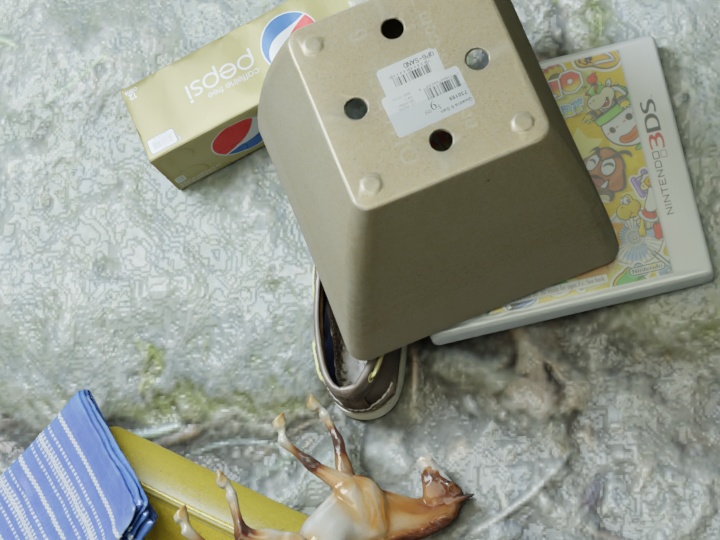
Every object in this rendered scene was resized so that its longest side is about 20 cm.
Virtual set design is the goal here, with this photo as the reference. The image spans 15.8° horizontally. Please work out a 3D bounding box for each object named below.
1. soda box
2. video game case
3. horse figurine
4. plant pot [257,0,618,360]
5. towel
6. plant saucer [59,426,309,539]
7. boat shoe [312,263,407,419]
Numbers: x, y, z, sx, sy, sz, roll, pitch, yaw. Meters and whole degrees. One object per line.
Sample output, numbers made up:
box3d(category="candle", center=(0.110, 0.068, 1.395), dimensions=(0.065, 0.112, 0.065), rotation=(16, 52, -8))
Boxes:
box3d(category="soda box", center=(-0.066, -0.139, 1.873), dimensions=(0.199, 0.068, 0.064), rotation=(-27, 68, 7))
box3d(category="video game case", center=(0.128, -0.057, 1.805), dimensions=(0.199, 0.023, 0.183), rotation=(-13, 70, 4))
box3d(category="horse figurine", center=(-0.037, 0.170, 1.749), dimensions=(0.133, 0.050, 0.200), rotation=(46, 59, 8))
box3d(category="plant pot", center=(0.044, -0.090, 1.718), dimensions=(0.199, 0.177, 0.201), rotation=(-22, 69, -2))
box3d(category="towel", center=(-0.233, 0.191, 1.804), dimensions=(0.200, 0.024, 0.145), rotation=(-46, 44, 10))
box3d(category="plant saucer", center=(-0.145, 0.228, 1.795), dimensions=(0.199, 0.048, 0.201), rotation=(23, 81, 20))
box3d(category="boat shoe", center=(0.000, 0.000, 1.816), dimensions=(0.071, 0.060, 0.201), rotation=(-2, 73, 15))
